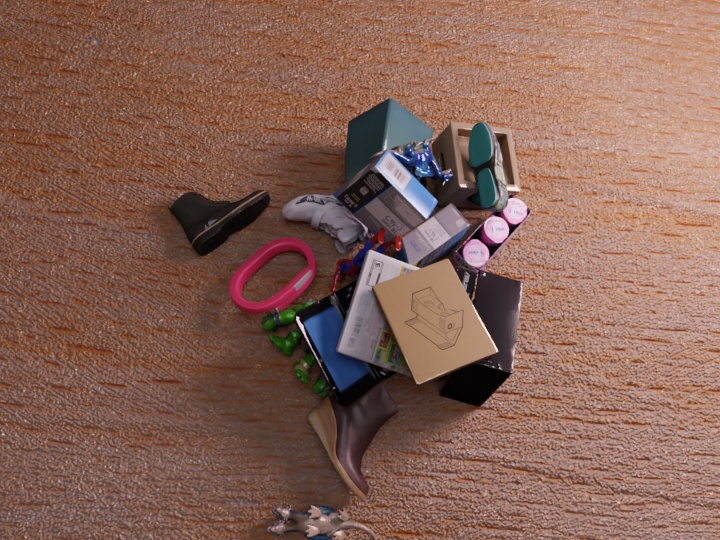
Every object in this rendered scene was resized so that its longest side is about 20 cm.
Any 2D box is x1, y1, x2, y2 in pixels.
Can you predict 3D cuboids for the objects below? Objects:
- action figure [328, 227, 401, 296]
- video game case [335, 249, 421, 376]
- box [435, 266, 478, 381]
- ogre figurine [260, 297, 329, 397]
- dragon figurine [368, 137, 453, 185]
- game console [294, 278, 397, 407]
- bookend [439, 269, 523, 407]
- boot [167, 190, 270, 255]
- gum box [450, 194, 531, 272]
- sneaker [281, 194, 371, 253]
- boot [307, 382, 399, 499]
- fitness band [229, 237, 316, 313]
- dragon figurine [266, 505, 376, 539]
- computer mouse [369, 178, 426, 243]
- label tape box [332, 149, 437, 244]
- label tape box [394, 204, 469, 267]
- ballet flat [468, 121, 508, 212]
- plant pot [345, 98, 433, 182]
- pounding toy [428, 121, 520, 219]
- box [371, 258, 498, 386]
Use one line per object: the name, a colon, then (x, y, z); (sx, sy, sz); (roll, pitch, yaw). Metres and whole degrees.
action figure: (0.000, 0.000, 1.197); (0.065, 0.200, 0.100); (23, 59, -24)
video game case: (0.067, 0.085, 1.114); (0.181, 0.023, 0.202); (20, 81, -12)
box: (0.178, 0.112, 1.186); (0.044, 0.160, 0.201); (17, 70, 3)
ogre figurine: (-0.104, 0.143, 1.193); (0.120, 0.098, 0.200); (-43, 55, 0)
dragon figurine: (0.114, -0.212, 1.200); (0.199, 0.059, 0.100); (-18, 99, -40)
game console: (0.002, 0.125, 1.120); (0.171, 0.119, 0.201); (-29, 88, 11)
bookend: (0.241, 0.140, 1.180); (0.091, 0.199, 0.201); (16, 60, 2)
boot: (-0.313, -0.147, 1.287); (0.199, 0.078, 0.138); (-37, 73, -16)
gum box: (0.281, -0.067, 1.279); (0.066, 0.114, 0.200); (42, 73, 10)
sneaker: (-0.070, -0.102, 1.285); (0.198, 0.075, 0.116); (-4, 68, -9)
boot: (0.008, 0.319, 1.147); (0.166, 0.072, 0.201); (-29, 72, -11)
fitness band: (-0.182, 0.012, 1.234); (0.143, 0.038, 0.200); (33, 65, 33)
dragon figurine: (-0.071, 0.470, 1.088); (0.198, 0.099, 0.059); (13, 66, -21)
computer mouse: (0.086, -0.139, 1.337); (0.058, 0.034, 0.200); (33, 78, 26)
label tape box: (0.033, -0.128, 1.168); (0.144, 0.200, 0.063); (43, 51, -14)
label tape box: (0.121, -0.037, 1.233); (0.199, 0.144, 0.063); (-35, 77, -15)
ballet flat: (0.273, -0.214, 1.237); (0.074, 0.074, 0.202); (-1, 76, -5)
plant pot: (0.052, -0.231, 1.272); (0.141, 0.141, 0.202); (27, 62, -35)
pounding toy: (0.241, -0.207, 1.329); (0.182, 0.142, 0.202); (1, 73, -19)
box: (0.133, 0.089, 1.065); (0.162, 0.021, 0.201); (-19, 66, -13)
